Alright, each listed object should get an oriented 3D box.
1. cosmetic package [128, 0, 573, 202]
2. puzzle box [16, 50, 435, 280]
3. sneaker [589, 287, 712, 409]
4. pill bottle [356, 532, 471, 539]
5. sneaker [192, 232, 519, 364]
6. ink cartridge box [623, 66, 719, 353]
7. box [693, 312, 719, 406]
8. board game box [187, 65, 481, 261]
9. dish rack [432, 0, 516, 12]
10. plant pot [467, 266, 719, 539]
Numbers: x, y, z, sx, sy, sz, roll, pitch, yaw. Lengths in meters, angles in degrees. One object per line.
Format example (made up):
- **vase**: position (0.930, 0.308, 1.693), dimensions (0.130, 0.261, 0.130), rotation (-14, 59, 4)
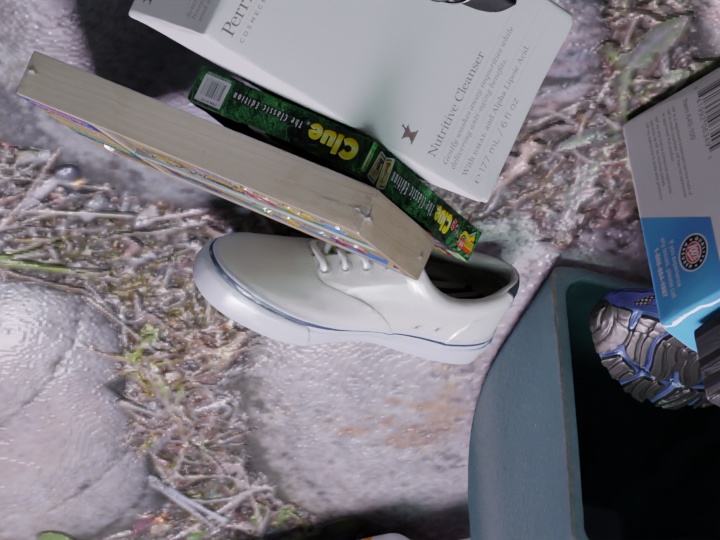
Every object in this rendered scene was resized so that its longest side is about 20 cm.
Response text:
- **cosmetic package**: position (-0.003, -0.128, 1.506), dimensions (0.199, 0.081, 0.113), rotation (27, 88, -38)
- **puzzle box**: position (-0.066, -0.053, 1.548), dimensions (0.199, 0.026, 0.133), rotation (23, 175, 18)
- **sneaker**: position (0.211, 0.033, 1.764), dimensions (0.199, 0.079, 0.075), rotation (8, 140, -35)
- **pill bottle**: position (-0.009, 0.234, 1.973), dimensions (0.199, 0.113, 0.112), rotation (-14, 141, 9)
- **sneaker**: position (0.000, 0.000, 1.724), dimensions (0.199, 0.073, 0.071), rotation (9, 131, -32)
- **ink cartridge box**: position (0.272, -0.041, 1.640), dimensions (0.199, 0.147, 0.146), rotation (-31, 136, 28)
- **box**: position (0.299, 0.047, 1.596), dimensions (0.199, 0.050, 0.157), rotation (28, 131, -37)
- **board game box**: position (-0.010, -0.053, 1.581), dimensions (0.104, 0.024, 0.200), rotation (27, 177, 22)
- **dish rack**: position (0.104, -0.220, 1.392), dimensions (0.199, 0.154, 0.054), rotation (-29, 150, 26)
- **plant pot**: position (0.160, 0.144, 1.833), dimensions (0.195, 0.197, 0.200), rotation (13, 146, -23)
